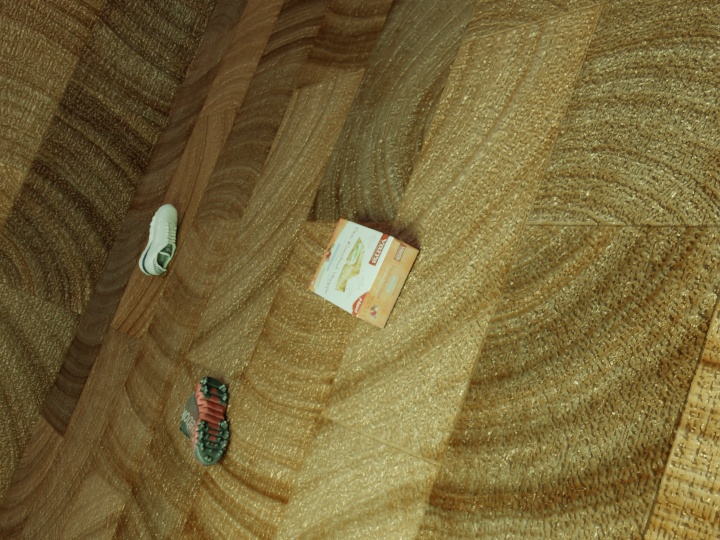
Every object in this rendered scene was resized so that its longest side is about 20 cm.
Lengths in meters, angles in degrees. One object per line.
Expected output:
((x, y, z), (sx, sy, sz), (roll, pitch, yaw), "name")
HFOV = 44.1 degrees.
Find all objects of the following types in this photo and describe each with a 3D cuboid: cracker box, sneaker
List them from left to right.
((-0.518, -0.082, 2.365), (0.080, 0.076, 0.203), (-6, 66, 44), "sneaker")
((-0.296, 0.299, 1.679), (0.098, 0.070, 0.202), (-48, 30, 25), "sneaker")
((0.000, 0.000, 1.440), (0.199, 0.057, 0.135), (23, 88, 61), "cracker box")
